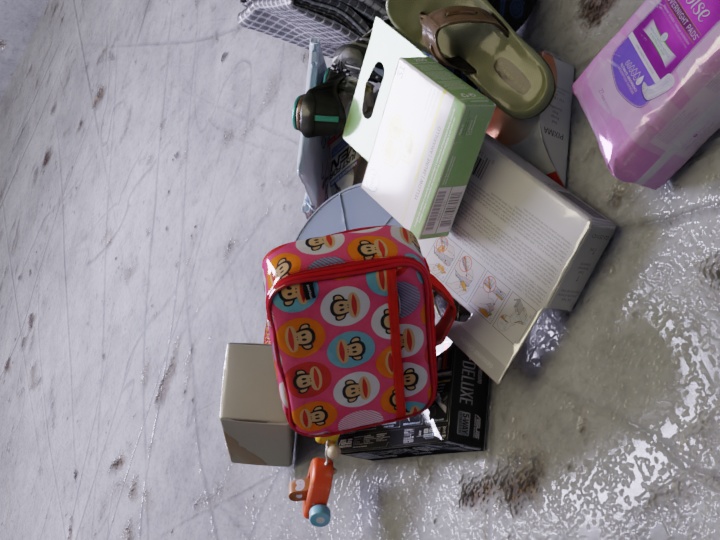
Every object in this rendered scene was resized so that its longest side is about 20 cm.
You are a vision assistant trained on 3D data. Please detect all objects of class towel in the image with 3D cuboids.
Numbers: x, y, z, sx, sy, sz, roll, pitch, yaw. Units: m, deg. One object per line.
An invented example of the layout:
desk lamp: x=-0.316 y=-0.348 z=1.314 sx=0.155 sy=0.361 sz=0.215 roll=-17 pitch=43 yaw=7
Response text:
towel: x=-0.040 y=-0.315 z=1.409 sx=0.165 sy=0.199 sz=0.086 roll=20 pitch=93 yaw=61

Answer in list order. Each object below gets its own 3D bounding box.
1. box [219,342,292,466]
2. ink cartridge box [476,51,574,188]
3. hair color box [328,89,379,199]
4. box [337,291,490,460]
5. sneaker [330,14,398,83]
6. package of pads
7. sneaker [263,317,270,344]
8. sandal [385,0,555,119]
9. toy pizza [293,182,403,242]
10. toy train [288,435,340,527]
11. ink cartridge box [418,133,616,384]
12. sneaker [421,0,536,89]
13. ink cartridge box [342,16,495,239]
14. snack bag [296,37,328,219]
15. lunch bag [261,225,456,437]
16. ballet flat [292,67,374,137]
box: x=-0.114 y=0.159 z=1.327 sx=0.200 sy=0.077 sz=0.095 roll=96 pitch=178 yaw=-66
ink cartridge box: x=0.139 y=-0.102 z=1.158 sx=0.162 sy=0.050 sz=0.201 roll=-18 pitch=57 yaw=55
hair color box: x=0.015 y=-0.096 z=1.345 sx=0.111 sy=0.064 sz=0.201 roll=-34 pitch=49 yaw=45
box: x=0.054 y=0.111 z=1.191 sx=0.200 sy=0.050 sz=0.159 roll=-20 pitch=59 yaw=54
sneaker: x=0.026 y=-0.251 z=1.282 sx=0.074 sy=0.200 sz=0.080 roll=18 pitch=109 yaw=19
package of pads: x=0.270 y=-0.175 z=0.952 sx=0.200 sy=0.075 sz=0.121 roll=-50 pitch=40 yaw=34
sneaker: x=-0.074 y=0.051 z=1.417 sx=0.073 sy=0.077 sz=0.201 roll=-26 pitch=35 yaw=29
sandal: x=0.104 y=-0.223 z=1.102 sx=0.201 sy=0.057 sz=0.080 roll=42 pitch=113 yaw=22
toy pizza: x=0.000 y=0.000 z=1.229 sx=0.199 sy=0.032 sz=0.201 roll=-16 pitch=62 yaw=31
toy train: x=-0.051 y=0.168 z=1.244 sx=0.200 sy=0.055 sz=0.151 roll=-91 pitch=12 yaw=-52
ink cartridge box: x=0.125 y=-0.018 z=1.097 sx=0.200 sy=0.045 sz=0.177 roll=44 pitch=116 yaw=41
sneaker: x=0.115 y=-0.261 z=1.204 sx=0.200 sy=0.076 sz=0.077 roll=-52 pitch=30 yaw=-13
ink cartridge box: x=0.036 y=-0.144 z=1.124 sx=0.200 sy=0.048 sz=0.146 roll=44 pitch=129 yaw=38
snack bag: x=-0.053 y=-0.155 z=1.408 sx=0.200 sy=0.021 sz=0.190 roll=69 pitch=-155 yaw=-69
lunch bag: x=0.003 y=0.056 z=1.068 sx=0.082 sy=0.175 sz=0.201 roll=-107 pitch=8 yaw=-52
ballet flat: x=-0.022 y=-0.189 z=1.311 sx=0.200 sy=0.068 sz=0.068 roll=-63 pitch=-24 yaw=-64
